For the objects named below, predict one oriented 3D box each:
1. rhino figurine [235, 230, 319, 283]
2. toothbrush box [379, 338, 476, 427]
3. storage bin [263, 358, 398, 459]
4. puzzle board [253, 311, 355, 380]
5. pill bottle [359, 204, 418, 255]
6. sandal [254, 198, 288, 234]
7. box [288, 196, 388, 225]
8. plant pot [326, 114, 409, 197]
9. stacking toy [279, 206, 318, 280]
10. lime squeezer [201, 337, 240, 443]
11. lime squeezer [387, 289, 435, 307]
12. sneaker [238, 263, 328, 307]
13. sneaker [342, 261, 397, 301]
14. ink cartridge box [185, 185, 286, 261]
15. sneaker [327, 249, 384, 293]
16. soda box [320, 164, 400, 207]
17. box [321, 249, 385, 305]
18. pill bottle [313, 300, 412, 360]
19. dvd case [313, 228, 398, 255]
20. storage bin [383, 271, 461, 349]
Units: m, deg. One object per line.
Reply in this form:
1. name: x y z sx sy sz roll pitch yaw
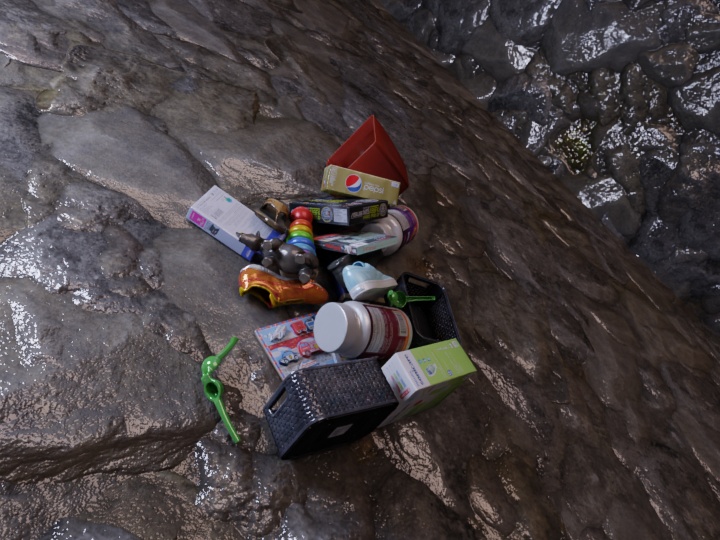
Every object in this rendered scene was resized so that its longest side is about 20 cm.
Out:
1. rhino figurine: -0.172 -0.035 1.119 0.198 0.061 0.087 24 10 12
2. toothbrush box: 0.117 0.226 1.114 0.198 0.146 0.087 -3 52 -44
3. storage bin: -0.049 0.236 0.944 0.198 0.136 0.094 -1 50 -42
4. puzzle board: -0.100 0.158 1.107 0.199 0.017 0.151 -13 60 -48
5. pill bottle: 0.073 -0.103 1.450 0.111 0.112 0.200 44 29 8
6. sandal: -0.192 -0.136 1.267 0.081 0.055 0.200 34 14 -7
7. box: -0.055 -0.150 1.361 0.198 0.045 0.159 10 18 38
8. plant pot: 0.030 -0.281 1.559 0.176 0.199 0.201 38 27 -24
9. stacking toy: -0.135 -0.069 1.247 0.084 0.085 0.202 20 46 -24
10. lime squeezer: -0.239 0.191 0.927 0.071 0.037 0.202 49 20 -46
11. lime squeezer: 0.087 0.063 1.189 0.070 0.038 0.199 9 -2 34
12. sneaker: -0.161 0.049 1.143 0.197 0.073 0.078 13 59 -23
13. sneaker: 0.022 0.015 1.188 0.083 0.073 0.200 63 16 12
14. ink cartridge box: -0.272 -0.097 1.215 0.198 0.042 0.120 33 34 -5
15. sneaker: 0.000 0.000 1.281 0.199 0.075 0.092 -26 88 -53
16. soda box: 0.000 -0.218 1.431 0.197 0.065 0.068 12 -3 -19
17. box: -0.023 0.001 1.337 0.120 0.033 0.202 9 44 -35
18. pill bottle: 0.006 0.125 1.128 0.198 0.114 0.115 13 41 -46
19. dvd case: -0.031 -0.071 1.304 0.198 0.022 0.145 10 19 42
20. storage bin: 0.142 0.117 1.303 0.134 0.094 0.202 18 39 -26
